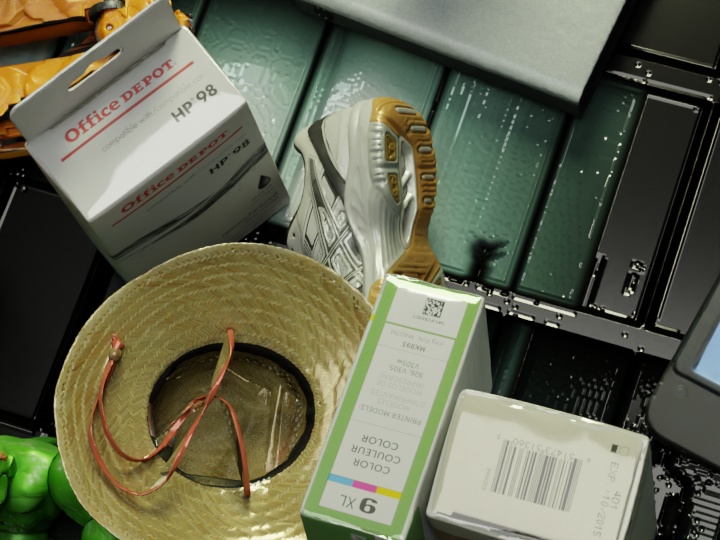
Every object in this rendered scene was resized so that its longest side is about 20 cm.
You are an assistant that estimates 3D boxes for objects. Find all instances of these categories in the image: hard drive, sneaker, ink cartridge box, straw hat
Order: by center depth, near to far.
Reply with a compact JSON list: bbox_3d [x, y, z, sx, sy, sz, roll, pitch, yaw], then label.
[{"bbox_3d":[0.013,0.115,1.188,0.059,0.104,0.201,13,62,13],"label":"ink cartridge box"},{"bbox_3d":[-0.077,0.085,1.306,0.200,0.085,0.202,2,76,-9],"label":"straw hat"},{"bbox_3d":[-0.119,-0.064,1.326,0.116,0.200,0.067,-38,70,-5],"label":"ink cartridge box"},{"bbox_3d":[0.000,0.000,1.365,0.087,0.076,0.201,-8,76,37],"label":"sneaker"},{"bbox_3d":[0.076,-0.193,1.432,0.199,0.033,0.140,22,75,15],"label":"hard drive"}]

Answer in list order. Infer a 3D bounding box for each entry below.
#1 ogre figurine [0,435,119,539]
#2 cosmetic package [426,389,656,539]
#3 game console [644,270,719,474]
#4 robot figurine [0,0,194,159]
[{"bbox_3d":[-0.208,0.154,1.323,0.200,0.098,0.120,1,82,42],"label":"ogre figurine"},{"bbox_3d":[0.101,0.134,1.222,0.105,0.200,0.071,13,74,14],"label":"cosmetic package"},{"bbox_3d":[0.274,0.030,1.276,0.172,0.119,0.200,28,76,17],"label":"game console"},{"bbox_3d":[-0.200,-0.136,1.441,0.199,0.058,0.146,-8,70,7],"label":"robot figurine"}]
